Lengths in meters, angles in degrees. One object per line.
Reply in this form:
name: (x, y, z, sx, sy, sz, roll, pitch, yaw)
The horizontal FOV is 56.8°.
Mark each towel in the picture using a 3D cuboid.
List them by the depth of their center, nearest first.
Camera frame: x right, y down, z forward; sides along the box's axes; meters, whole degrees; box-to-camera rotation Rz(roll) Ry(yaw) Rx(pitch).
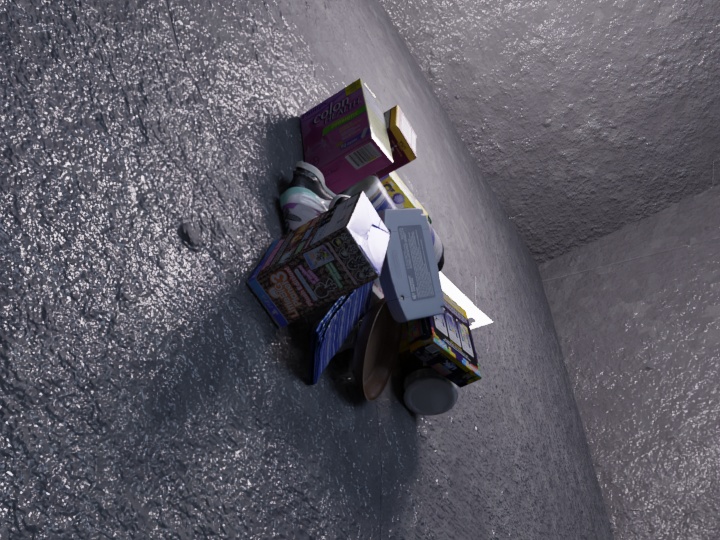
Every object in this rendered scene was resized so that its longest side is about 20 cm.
towel: (-0.026, 0.085, 1.111, 0.200, 0.024, 0.146, -51, 160, -39)

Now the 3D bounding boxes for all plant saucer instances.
plant saucer: (0.029, 0.138, 1.229, 0.200, 0.036, 0.204, 13, 90, -70)

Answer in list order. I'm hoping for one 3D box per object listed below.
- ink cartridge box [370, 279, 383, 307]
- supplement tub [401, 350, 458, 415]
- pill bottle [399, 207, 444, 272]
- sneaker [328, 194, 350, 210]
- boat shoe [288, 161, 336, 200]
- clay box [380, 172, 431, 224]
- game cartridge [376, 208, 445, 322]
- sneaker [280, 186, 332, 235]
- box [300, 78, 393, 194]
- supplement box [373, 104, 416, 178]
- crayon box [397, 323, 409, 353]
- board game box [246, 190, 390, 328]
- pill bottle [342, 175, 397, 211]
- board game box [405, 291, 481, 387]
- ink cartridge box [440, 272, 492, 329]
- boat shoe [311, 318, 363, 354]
ink cartridge box: (0.000, 0.000, 1.390, 0.145, 0.083, 0.202, 49, 25, -36)
supplement tub: (0.150, 0.206, 1.464, 0.123, 0.121, 0.201, 51, 26, -30)
pill bottle: (0.124, -0.052, 1.490, 0.200, 0.111, 0.113, 42, 29, -62)
sneaker: (0.033, -0.070, 1.262, 0.200, 0.111, 0.074, 45, 70, -38)
boat shoe: (-0.092, -0.151, 1.372, 0.061, 0.073, 0.200, -64, 159, -12)
clay box: (0.085, -0.156, 1.690, 0.200, 0.114, 0.048, 48, 27, -22)
game cartridge: (0.085, -0.012, 1.205, 0.132, 0.041, 0.203, -7, 83, -39)
sneaker: (-0.065, -0.073, 1.297, 0.197, 0.078, 0.142, 8, 63, -29)
box: (-0.035, -0.300, 1.508, 0.097, 0.174, 0.202, 40, 32, -45)
supplement box: (0.030, -0.291, 1.617, 0.104, 0.198, 0.132, 53, 24, -27)
crayon box: (0.076, 0.101, 1.404, 0.051, 0.126, 0.202, 43, 31, -41)
board game box: (-0.064, -0.020, 1.104, 0.097, 0.198, 0.160, 55, 23, -18)
pill bottle: (0.044, -0.113, 1.579, 0.201, 0.110, 0.112, 54, 24, -25)
board game box: (0.159, 0.119, 1.328, 0.200, 0.056, 0.167, 39, 33, -43)
ink cartridge box: (0.185, 0.084, 1.549, 0.161, 0.057, 0.200, -10, 49, -43)
boat shoe: (-0.020, 0.114, 1.238, 0.199, 0.069, 0.072, 11, 57, -65)
